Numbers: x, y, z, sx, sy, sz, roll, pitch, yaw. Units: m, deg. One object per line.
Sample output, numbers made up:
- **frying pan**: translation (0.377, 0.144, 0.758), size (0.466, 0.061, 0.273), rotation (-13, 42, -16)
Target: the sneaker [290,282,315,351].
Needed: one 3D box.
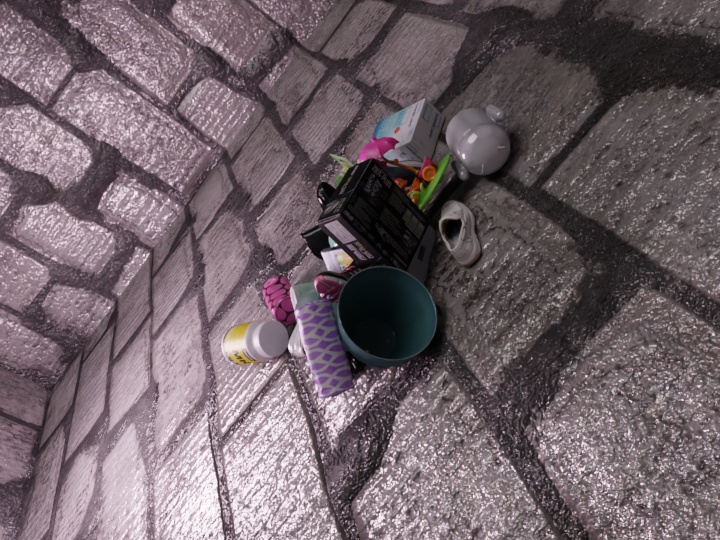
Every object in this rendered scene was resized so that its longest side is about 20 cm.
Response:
- **sneaker**: translation (-0.091, 0.124, 1.537), size (0.074, 0.117, 0.203), rotation (154, 103, -71)

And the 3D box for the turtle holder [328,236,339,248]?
- **turtle holder**: translation (-0.002, -0.065, 1.563), size (0.141, 0.186, 0.132), rotation (-36, -7, -45)

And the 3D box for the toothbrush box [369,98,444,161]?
- **toothbrush box**: translation (0.114, -0.349, 1.697), size (0.199, 0.085, 0.148), rotation (-10, 52, 51)

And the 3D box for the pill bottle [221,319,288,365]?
- **pill bottle**: translation (-0.288, 0.195, 1.729), size (0.199, 0.114, 0.115), rotation (-17, 47, 49)

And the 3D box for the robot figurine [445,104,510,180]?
- **robot figurine**: translation (0.257, -0.282, 1.385), size (0.171, 0.112, 0.201), rotation (-62, 25, 26)

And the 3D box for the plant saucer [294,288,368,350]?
- **plant saucer**: translation (-0.044, 0.089, 1.390), size (0.202, 0.198, 0.039), rotation (-98, 20, -50)

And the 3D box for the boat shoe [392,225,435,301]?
- **boat shoe**: translation (0.104, -0.015, 1.396), size (0.065, 0.072, 0.202), rotation (-21, 43, 52)

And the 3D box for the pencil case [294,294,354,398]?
- **pencil case**: translation (-0.074, 0.156, 1.274), size (0.085, 0.083, 0.203), rotation (145, 110, -68)

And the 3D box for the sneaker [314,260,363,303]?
- **sneaker**: translation (-0.024, 0.018, 1.354), size (0.073, 0.198, 0.088), rotation (-33, 59, 38)

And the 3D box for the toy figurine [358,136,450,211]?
- **toy figurine**: translation (0.077, -0.215, 1.431), size (0.201, 0.183, 0.150), rotation (-61, 3, 22)

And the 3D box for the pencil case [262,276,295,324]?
- **pencil case**: translation (-0.215, 0.077, 1.767), size (0.094, 0.090, 0.200), rotation (-62, 27, 6)

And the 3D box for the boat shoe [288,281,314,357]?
- **boat shoe**: translation (-0.118, 0.124, 1.603), size (0.065, 0.073, 0.203), rotation (0, 71, 50)

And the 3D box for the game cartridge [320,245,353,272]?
- **game cartridge**: translation (0.000, 0.000, 1.472), size (0.199, 0.135, 0.040), rotation (-9, 22, 46)

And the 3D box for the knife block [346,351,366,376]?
- **knife block**: translation (-0.072, 0.158, 1.388), size (0.064, 0.200, 0.176), rotation (-47, 1, 18)

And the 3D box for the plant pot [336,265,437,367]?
- **plant pot**: translation (0.041, 0.113, 1.273), size (0.135, 0.197, 0.202), rotation (110, 174, -57)

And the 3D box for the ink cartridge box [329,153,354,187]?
- **ink cartridge box**: translation (-0.005, -0.209, 1.616), size (0.060, 0.199, 0.104), rotation (-53, 29, -1)

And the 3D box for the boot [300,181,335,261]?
- **boot**: translation (-0.092, -0.123, 1.677), size (0.162, 0.198, 0.074), rotation (-31, 34, 26)

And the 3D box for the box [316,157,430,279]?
- **box**: translation (0.031, -0.102, 1.325), size (0.086, 0.200, 0.165), rotation (-13, 41, 50)

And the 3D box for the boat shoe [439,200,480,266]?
- **boat shoe**: translation (0.199, -0.095, 1.331), size (0.071, 0.069, 0.201), rotation (-44, 31, 23)

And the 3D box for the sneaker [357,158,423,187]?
- **sneaker**: translation (0.088, -0.190, 1.525), size (0.077, 0.199, 0.148), rotation (104, 170, -72)
